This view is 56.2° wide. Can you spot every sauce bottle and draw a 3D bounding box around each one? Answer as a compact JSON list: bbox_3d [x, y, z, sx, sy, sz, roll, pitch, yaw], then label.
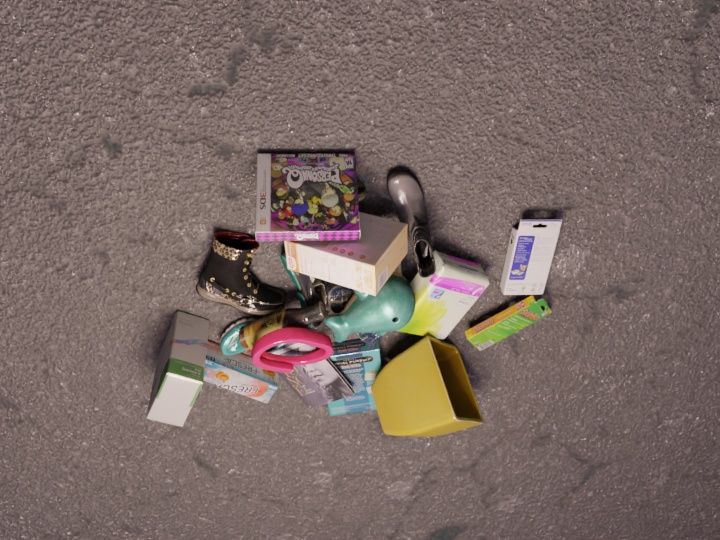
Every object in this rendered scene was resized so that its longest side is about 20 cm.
[{"bbox_3d":[-0.167,0.118,1.457,0.197,0.067,0.067,-23,125,12],"label":"sauce bottle"}]

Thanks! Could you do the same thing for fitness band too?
[{"bbox_3d":[-0.147,0.174,1.459,0.142,0.038,0.198,-32,149,30],"label":"fitness band"}]

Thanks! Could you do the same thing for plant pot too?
[{"bbox_3d":[0.141,0.295,1.577,0.197,0.198,0.195,-27,155,20],"label":"plant pot"}]

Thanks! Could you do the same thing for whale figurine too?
[{"bbox_3d":[0.025,0.091,1.416,0.197,0.104,0.161,-28,129,-3],"label":"whale figurine"}]

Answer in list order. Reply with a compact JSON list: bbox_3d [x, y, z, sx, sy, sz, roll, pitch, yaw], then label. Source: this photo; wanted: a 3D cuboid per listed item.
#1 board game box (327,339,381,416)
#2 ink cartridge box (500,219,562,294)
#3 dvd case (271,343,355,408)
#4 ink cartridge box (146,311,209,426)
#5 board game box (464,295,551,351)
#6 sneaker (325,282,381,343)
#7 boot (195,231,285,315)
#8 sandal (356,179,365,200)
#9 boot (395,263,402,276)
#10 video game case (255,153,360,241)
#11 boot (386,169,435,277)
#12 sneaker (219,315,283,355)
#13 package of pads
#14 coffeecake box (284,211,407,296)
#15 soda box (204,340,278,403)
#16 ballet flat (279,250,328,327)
[{"bbox_3d":[-0.018,0.263,1.655,0.147,0.047,0.203,-8,125,0],"label":"board game box"},{"bbox_3d":[0.376,-0.036,1.493,0.097,0.040,0.203,1,126,-6],"label":"ink cartridge box"},{"bbox_3d":[-0.124,0.244,1.606,0.147,0.016,0.201,-22,116,31],"label":"dvd case"},{"bbox_3d":[-0.399,0.214,1.487,0.086,0.202,0.147,18,121,-22],"label":"ink cartridge box"},{"bbox_3d":[0.349,0.122,1.590,0.197,0.030,0.095,-28,146,16],"label":"board game box"},{"bbox_3d":[-0.010,0.085,1.514,0.077,0.085,0.200,-42,127,1],"label":"sneaker"},{"bbox_3d":[-0.242,0.006,1.439,0.196,0.074,0.153,16,122,-10],"label":"boot"},{"bbox_3d":[-0.087,-0.144,1.347,0.196,0.081,0.058,0,140,-7],"label":"sandal"},{"bbox_3d":[0.000,0.000,1.459,0.195,0.073,0.157,-8,128,-4],"label":"boot"},{"bbox_3d":[-0.101,-0.142,1.283,0.195,0.185,0.036,0,151,-5],"label":"video game case"},{"bbox_3d":[0.112,-0.095,1.364,0.069,0.133,0.202,-21,125,10],"label":"boot"},{"bbox_3d":[-0.231,0.152,1.535,0.196,0.080,0.078,-17,126,7],"label":"sneaker"},{"bbox_3d":[0.177,0.059,1.502,0.152,0.069,0.201,14,125,-34],"label":"package of pads"},{"bbox_3d":[-0.026,-0.047,1.321,0.196,0.154,0.074,16,131,23],"label":"coffeecake box"},{"bbox_3d":[-0.291,0.242,1.596,0.197,0.069,0.064,25,119,-23],"label":"soda box"},{"bbox_3d":[-0.116,0.031,1.476,0.072,0.074,0.203,-16,119,6],"label":"ballet flat"}]
